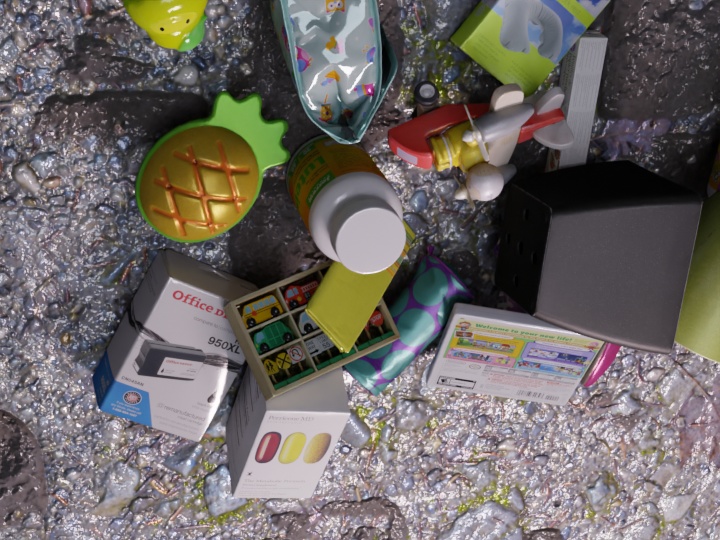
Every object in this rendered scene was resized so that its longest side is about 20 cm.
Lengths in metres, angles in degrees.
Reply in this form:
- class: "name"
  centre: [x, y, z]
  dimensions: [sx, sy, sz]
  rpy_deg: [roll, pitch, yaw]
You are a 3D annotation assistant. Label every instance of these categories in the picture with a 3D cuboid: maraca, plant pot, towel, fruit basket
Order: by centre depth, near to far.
- class: "fruit basket"
  centre: [-0.219, -0.325, 1.247]
  dimensions: [0.214, 0.156, 0.217]
  rpy_deg: [-2, 100, -9]
- class: "maraca"
  centre: [-0.172, -0.118, 1.379]
  dimensions: [0.200, 0.107, 0.137]
  rpy_deg: [-44, 118, 7]
- class: "plant pot"
  centre: [0.276, -0.025, 1.460]
  dimensions: [0.176, 0.200, 0.201]
  rpy_deg: [3, 107, -17]
- class: "towel"
  centre: [0.000, 0.000, 1.474]
  dimensions: [0.086, 0.018, 0.200]
  rpy_deg: [48, 55, -26]
- class: "plant pot"
  centre: [0.469, -0.013, 1.518]
  dimensions: [0.186, 0.187, 0.201]
  rpy_deg: [16, 115, -23]

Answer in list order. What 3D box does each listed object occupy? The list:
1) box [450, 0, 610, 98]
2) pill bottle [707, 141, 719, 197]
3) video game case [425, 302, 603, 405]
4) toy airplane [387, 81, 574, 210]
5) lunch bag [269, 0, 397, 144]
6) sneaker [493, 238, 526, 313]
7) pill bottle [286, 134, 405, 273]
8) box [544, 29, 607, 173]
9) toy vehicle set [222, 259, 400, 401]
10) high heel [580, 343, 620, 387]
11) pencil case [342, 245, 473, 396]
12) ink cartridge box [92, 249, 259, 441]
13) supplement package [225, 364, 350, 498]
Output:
- class: "box"
  centre: [0.217, -0.319, 1.430]
  dimensions: [0.122, 0.048, 0.200]
  rpy_deg: [33, 104, -27]
- class: "pill bottle"
  centre: [0.525, -0.140, 1.583]
  dimensions: [0.104, 0.104, 0.201]
  rpy_deg: [1, 116, -17]
- class: "video game case"
  centre: [0.201, 0.113, 1.563]
  dimensions: [0.199, 0.022, 0.182]
  rpy_deg: [9, 144, -5]
- class: "toy airplane"
  centre: [0.158, -0.149, 1.419]
  dimensions: [0.199, 0.142, 0.199]
  rpy_deg: [-20, 153, 40]
- class: "lunch bag"
  centre: [-0.030, -0.257, 1.315]
  dimensions: [0.121, 0.171, 0.201]
  rpy_deg: [-14, 120, -1]
- class: "sneaker"
  centre: [0.202, 0.020, 1.588]
  dimensions: [0.114, 0.073, 0.201]
  rpy_deg: [28, 95, -29]
- class: "pill bottle"
  centre: [-0.014, -0.076, 1.394]
  dimensions: [0.110, 0.200, 0.112]
  rpy_deg: [-7, 118, -14]
- class: "box"
  centre: [0.273, -0.204, 1.511]
  dimensions: [0.041, 0.039, 0.201]
  rpy_deg: [-4, 117, -17]
- class: "toy vehicle set"
  centre: [-0.057, 0.065, 1.459]
  dimensions: [0.199, 0.026, 0.125]
  rpy_deg: [-23, 83, -33]
- class: "high heel"
  centre: [0.385, 0.084, 1.678]
  dimensions: [0.096, 0.067, 0.201]
  rpy_deg: [21, 96, -14]
- class: "pencil case"
  centre: [0.054, 0.069, 1.558]
  dimensions: [0.200, 0.085, 0.092]
  rpy_deg: [-44, 76, 7]
- class: "ink cartridge box"
  centre: [-0.225, 0.095, 1.485]
  dimensions: [0.144, 0.084, 0.201]
  rpy_deg: [22, 107, -27]
- class: "supplement package"
  centre: [-0.097, 0.193, 1.522]
  dimensions: [0.113, 0.110, 0.200]
  rpy_deg: [3, 138, -18]
